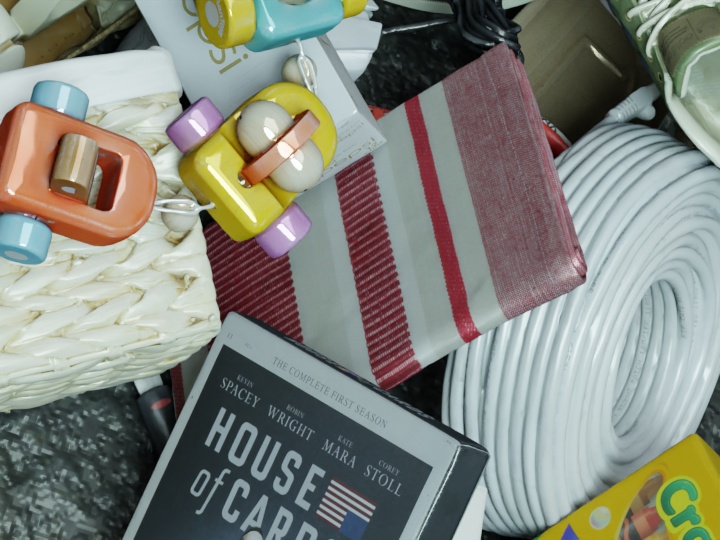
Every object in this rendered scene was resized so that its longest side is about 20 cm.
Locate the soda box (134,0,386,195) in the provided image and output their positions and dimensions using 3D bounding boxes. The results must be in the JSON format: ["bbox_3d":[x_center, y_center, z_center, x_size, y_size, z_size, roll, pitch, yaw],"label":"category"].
[{"bbox_3d":[-0.067,-0.130,0.943,0.063,0.068,0.201,-31,77,6],"label":"soda box"}]

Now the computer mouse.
[{"bbox_3d":[-0.029,-0.114,1.000,0.198,0.044,0.110,-13,47,-1],"label":"computer mouse"}]

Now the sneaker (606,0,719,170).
[{"bbox_3d":[0.149,-0.112,0.934,0.201,0.067,0.090,54,18,-4],"label":"sneaker"}]

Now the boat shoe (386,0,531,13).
[{"bbox_3d":[0.014,-0.177,1.069,0.199,0.061,0.072,3,53,-11],"label":"boat shoe"}]

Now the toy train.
[{"bbox_3d":[-0.067,-0.086,0.834,0.149,0.056,0.201,24,70,-22],"label":"toy train"}]

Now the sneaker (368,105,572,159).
[{"bbox_3d":[0.009,-0.060,1.016,0.200,0.108,0.068,23,62,-15],"label":"sneaker"}]

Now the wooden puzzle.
[{"bbox_3d":[0.163,-0.079,1.137,0.200,0.046,0.185,46,58,-6],"label":"wooden puzzle"}]

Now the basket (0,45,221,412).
[{"bbox_3d":[-0.168,-0.002,0.884,0.198,0.135,0.124,-13,83,-20],"label":"basket"}]

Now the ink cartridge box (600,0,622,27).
[{"bbox_3d":[0.193,-0.116,1.049,0.200,0.084,0.146,49,15,-3],"label":"ink cartridge box"}]

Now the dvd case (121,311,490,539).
[{"bbox_3d":[-0.044,0.133,0.849,0.025,0.150,0.201,22,93,-45],"label":"dvd case"}]

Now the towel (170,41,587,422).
[{"bbox_3d":[0.000,0.000,0.930,0.023,0.199,0.145,44,25,-40],"label":"towel"}]

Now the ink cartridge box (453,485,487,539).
[{"bbox_3d":[-0.007,0.152,0.916,0.067,0.116,0.201,21,63,-22],"label":"ink cartridge box"}]

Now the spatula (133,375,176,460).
[{"bbox_3d":[-0.103,0.042,0.972,0.056,0.021,0.201,-21,81,-25],"label":"spatula"}]

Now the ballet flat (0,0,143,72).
[{"bbox_3d":[-0.160,-0.115,0.983,0.071,0.065,0.200,48,58,-3],"label":"ballet flat"}]

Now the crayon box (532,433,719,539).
[{"bbox_3d":[0.120,0.160,0.905,0.052,0.199,0.126,43,17,-44],"label":"crayon box"}]

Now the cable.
[{"bbox_3d":[0.113,0.033,0.987,0.069,0.201,0.200,19,35,30],"label":"cable"}]
